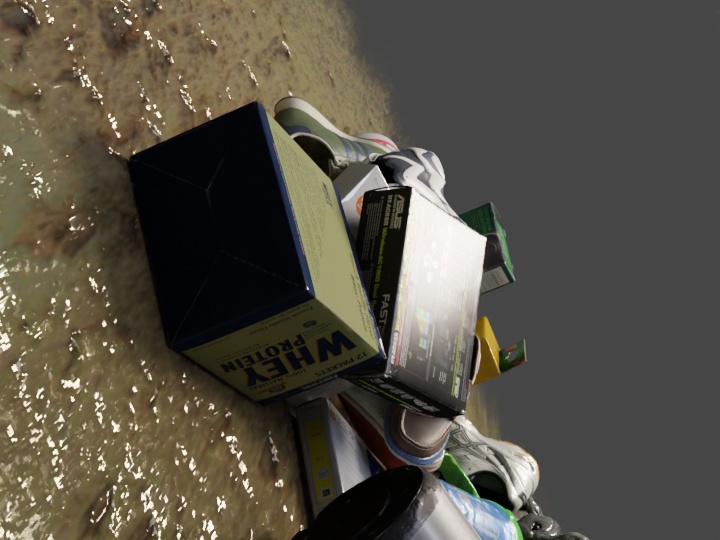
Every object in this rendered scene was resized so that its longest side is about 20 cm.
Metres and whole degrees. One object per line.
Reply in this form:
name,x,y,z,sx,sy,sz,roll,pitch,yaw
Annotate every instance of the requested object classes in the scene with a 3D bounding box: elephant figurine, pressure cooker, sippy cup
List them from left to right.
pressure cooker,0.046,0.292,1.406,0.179,0.176,0.200,-42,104,-34
sippy cup,0.091,0.296,1.788,0.130,0.140,0.178,42,1,-42
elephant figurine,0.186,0.334,1.923,0.155,0.200,0.142,-100,162,-44

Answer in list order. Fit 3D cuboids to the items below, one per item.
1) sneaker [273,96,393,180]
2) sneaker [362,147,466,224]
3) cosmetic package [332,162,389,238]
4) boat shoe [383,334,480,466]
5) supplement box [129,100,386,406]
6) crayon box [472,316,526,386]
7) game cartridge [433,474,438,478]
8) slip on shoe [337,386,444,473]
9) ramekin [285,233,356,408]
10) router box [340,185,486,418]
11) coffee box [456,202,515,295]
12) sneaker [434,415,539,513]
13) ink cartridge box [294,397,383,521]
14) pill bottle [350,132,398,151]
sneaker,-0.028,-0.132,2.007,0.200,0.067,0.090,31,39,-17
sneaker,0.058,-0.061,1.921,0.130,0.079,0.199,3,65,-44
cosmetic package,0.000,0.000,1.852,0.151,0.052,0.200,-48,125,-29
boat shoe,0.080,0.129,1.724,0.072,0.072,0.200,28,35,0
supplement box,-0.092,-0.010,1.484,0.200,0.134,0.200,44,27,-61
crayon box,0.094,0.112,1.890,0.127,0.200,0.051,-67,134,-80
game cartridge,0.121,0.300,2.095,0.133,0.041,0.200,-90,155,-69
slip on shoe,0.013,0.156,1.762,0.074,0.061,0.200,-14,53,-43
ramekin,-0.045,0.036,1.676,0.200,0.105,0.200,-22,90,-78
router box,0.054,0.034,1.621,0.150,0.062,0.200,32,61,-50
coffee box,0.098,-0.002,2.126,0.044,0.200,0.123,55,20,-41
sneaker,0.112,0.224,1.912,0.088,0.200,0.076,-51,159,-52
ink cartridge box,0.001,0.261,1.640,0.198,0.047,0.200,57,18,-48
pill bottle,0.018,-0.074,2.116,0.109,0.109,0.200,50,21,-55
